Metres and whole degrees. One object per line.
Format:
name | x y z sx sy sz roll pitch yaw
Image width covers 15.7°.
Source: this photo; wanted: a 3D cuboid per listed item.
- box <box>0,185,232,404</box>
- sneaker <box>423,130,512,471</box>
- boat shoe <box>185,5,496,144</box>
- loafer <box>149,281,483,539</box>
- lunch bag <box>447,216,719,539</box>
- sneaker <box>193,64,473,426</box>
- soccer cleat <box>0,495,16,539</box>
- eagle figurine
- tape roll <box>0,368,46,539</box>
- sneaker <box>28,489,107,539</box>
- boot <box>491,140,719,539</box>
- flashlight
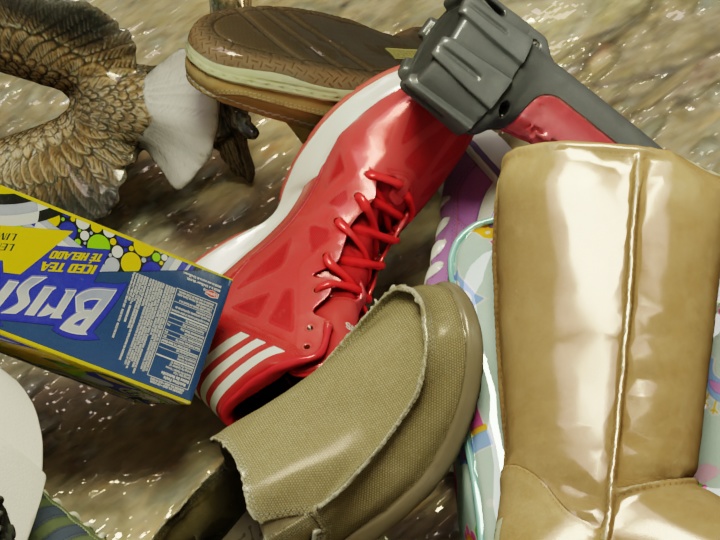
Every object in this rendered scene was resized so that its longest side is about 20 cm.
box | -0.165 -0.001 1.170 0.070 0.200 0.065 -4 65 63
sneaker | 0.042 0.012 1.248 0.114 0.073 0.201 -17 44 -4
boat shoe | -0.007 -0.079 1.296 0.199 0.076 0.072 5 34 -36
loafer | -0.022 0.084 1.108 0.200 0.067 0.076 -55 37 15
lunch bag | 0.120 0.072 1.129 0.160 0.077 0.201 -5 69 -2
sneaker | 0.000 0.000 1.225 0.200 0.078 0.116 -48 41 9
soccer cleat | -0.161 0.163 0.937 0.073 0.068 0.200 -7 47 9
eagle figurine | -0.153 -0.086 1.349 0.199 0.151 0.152 -1 53 -6
tape roll | -0.224 0.116 1.145 0.202 0.037 0.203 -25 43 26
sneaker | -0.140 0.140 1.160 0.090 0.067 0.200 -2 34 -18
boot | 0.135 0.049 1.062 0.174 0.066 0.201 6 68 2
flashlight | 0.106 -0.045 1.216 0.068 0.200 0.068 -49 17 20
